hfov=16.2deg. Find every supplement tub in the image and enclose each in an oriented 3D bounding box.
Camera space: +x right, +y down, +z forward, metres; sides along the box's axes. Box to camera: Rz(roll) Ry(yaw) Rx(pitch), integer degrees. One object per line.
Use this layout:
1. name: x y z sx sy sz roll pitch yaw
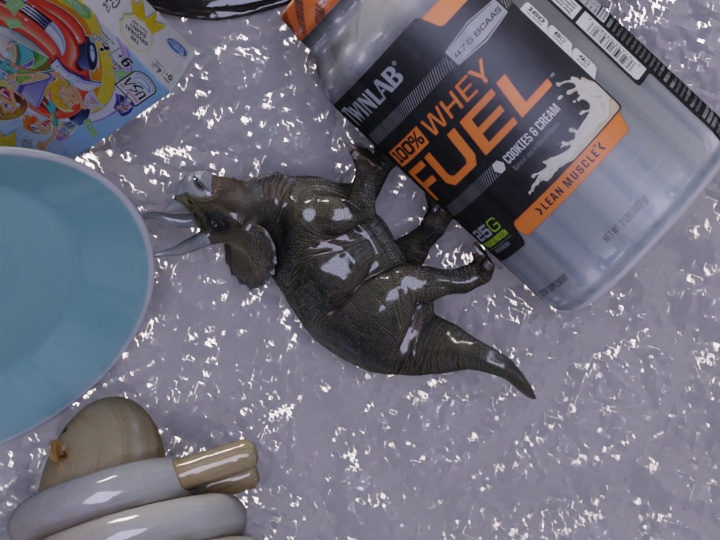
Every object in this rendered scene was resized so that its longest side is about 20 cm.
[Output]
1. supplement tub: 0.066 -0.087 1.196 0.200 0.123 0.123 42 87 -3

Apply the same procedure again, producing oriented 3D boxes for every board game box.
1. board game box: -0.190 -0.132 1.154 0.200 0.134 0.034 45 42 -17

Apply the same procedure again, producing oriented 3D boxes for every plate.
1. plate: -0.193 0.013 1.167 0.200 0.200 0.026 -24 50 -5

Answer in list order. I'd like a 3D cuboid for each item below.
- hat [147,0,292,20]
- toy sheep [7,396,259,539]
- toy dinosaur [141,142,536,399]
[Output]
1. hat: -0.081 -0.216 1.203 0.200 0.081 0.201 0 89 -6
2. toy sheep: -0.097 0.155 1.180 0.137 0.138 0.201 -15 74 -5
3. toy dinosaur: 0.000 0.000 1.225 0.200 0.077 0.102 41 106 -11
